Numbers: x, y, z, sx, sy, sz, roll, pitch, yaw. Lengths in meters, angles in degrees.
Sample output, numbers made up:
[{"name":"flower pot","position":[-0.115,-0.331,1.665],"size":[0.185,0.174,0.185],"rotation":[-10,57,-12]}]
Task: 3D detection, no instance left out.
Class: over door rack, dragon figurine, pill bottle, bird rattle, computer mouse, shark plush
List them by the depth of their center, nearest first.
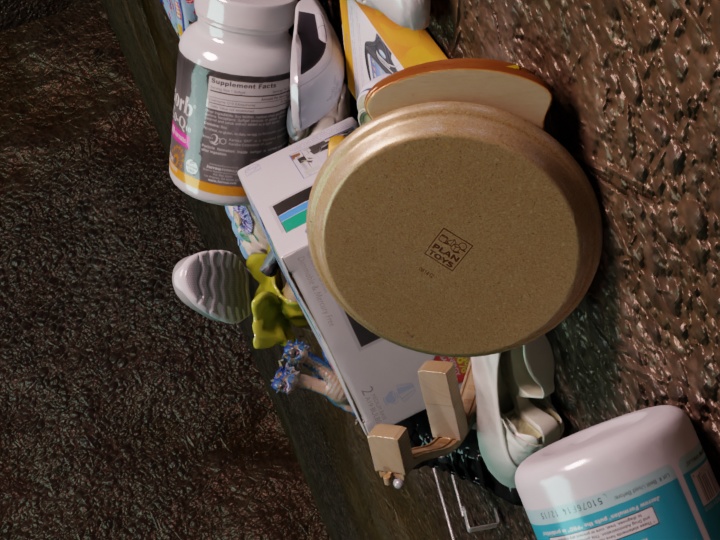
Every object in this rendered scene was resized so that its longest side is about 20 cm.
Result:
[{"name":"pill bottle","position":[0.175,0.189,0.662],"size":[0.111,0.110,0.201],"rotation":[133,116,-77]},{"name":"computer mouse","position":[-0.035,-0.197,0.996],"size":[0.110,0.044,0.200],"rotation":[91,180,-48]},{"name":"pill bottle","position":[-0.119,-0.172,1.085],"size":[0.116,0.116,0.201],"rotation":[-126,39,-50]},{"name":"shark plush","position":[-0.044,-0.086,1.120],"size":[0.083,0.090,0.201],"rotation":[-128,47,-70]},{"name":"dragon figurine","position":[-0.018,0.106,1.148],"size":[0.099,0.059,0.200],"rotation":[31,-170,18]},{"name":"bird rattle","position":[-0.019,0.038,1.192],"size":[0.163,0.199,0.113],"rotation":[-46,33,38]},{"name":"over door rack","position":[0.079,0.227,1.266],"size":[0.148,0.066,0.200],"rotation":[89,157,-60]}]

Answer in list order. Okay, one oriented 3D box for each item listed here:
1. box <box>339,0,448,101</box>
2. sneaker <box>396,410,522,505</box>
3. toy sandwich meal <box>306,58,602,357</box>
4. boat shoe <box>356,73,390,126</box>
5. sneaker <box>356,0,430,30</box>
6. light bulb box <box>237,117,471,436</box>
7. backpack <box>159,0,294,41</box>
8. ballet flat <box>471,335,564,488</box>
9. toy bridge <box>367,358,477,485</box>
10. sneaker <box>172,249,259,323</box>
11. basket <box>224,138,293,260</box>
[{"name":"box","position":[0.042,-0.130,0.888],"size":[0.200,0.041,0.119],"rotation":[58,164,34]},{"name":"sneaker","position":[0.079,0.175,1.065],"size":[0.200,0.112,0.073],"rotation":[-132,23,-60]},{"name":"toy sandwich meal","position":[0.058,-0.037,0.721],"size":[0.070,0.204,0.206],"rotation":[-74,-25,-55]},{"name":"boat shoe","position":[0.053,-0.045,0.792],"size":[0.200,0.062,0.072],"rotation":[55,156,5]},{"name":"sneaker","position":[-0.016,-0.232,0.849],"size":[0.075,0.088,0.200],"rotation":[83,161,-45]},{"name":"light bulb box","position":[0.000,0.000,1.003],"size":[0.199,0.124,0.200],"rotation":[66,176,-29]},{"name":"backpack","position":[-0.151,-0.334,1.175],"size":[0.183,0.134,0.201],"rotation":[99,151,-65]},{"name":"ballet flat","position":[0.123,0.097,0.873],"size":[0.069,0.069,0.201],"rotation":[-132,26,-60]},{"name":"toy bridge","position":[0.064,0.102,0.870],"size":[0.027,0.200,0.067],"rotation":[2,119,31]},{"name":"sneaker","position":[-0.158,0.025,1.227],"size":[0.200,0.082,0.075],"rotation":[24,-117,-69]},{"name":"basket","position":[-0.068,-0.104,1.224],"size":[0.200,0.139,0.177],"rotation":[-39,70,42]}]
